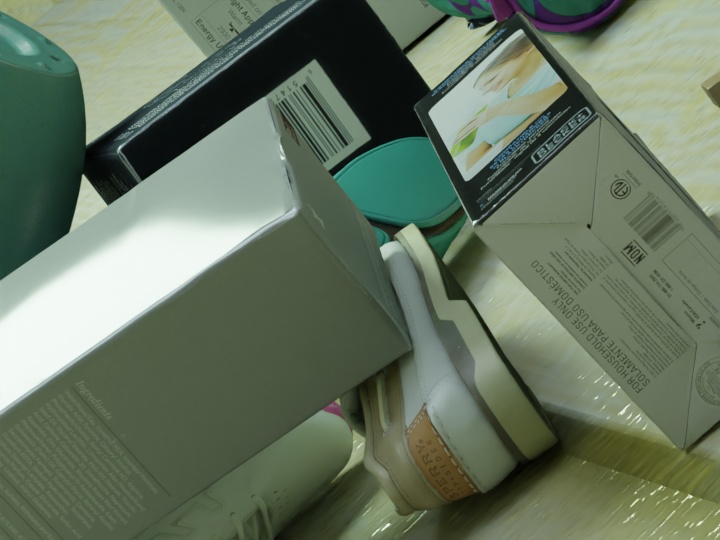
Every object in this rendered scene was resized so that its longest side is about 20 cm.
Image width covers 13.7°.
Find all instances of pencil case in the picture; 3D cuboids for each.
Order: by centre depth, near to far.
[{"bbox_3d":[0.083,-0.173,1.640,0.092,0.085,0.200,-27,12,-9],"label":"pencil case"}]

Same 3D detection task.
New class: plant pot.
[{"bbox_3d":[-0.234,-0.060,1.555,0.201,0.200,0.161,-105,40,-74],"label":"plant pot"}]

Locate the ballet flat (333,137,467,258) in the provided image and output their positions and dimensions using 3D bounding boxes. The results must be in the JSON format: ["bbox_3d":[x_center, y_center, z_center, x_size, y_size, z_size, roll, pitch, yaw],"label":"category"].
[{"bbox_3d":[0.000,0.000,1.369,0.200,0.067,0.070,-49,-25,-62],"label":"ballet flat"}]

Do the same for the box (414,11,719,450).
[{"bbox_3d":[0.088,-0.020,1.111,0.060,0.117,0.200,-42,15,7],"label":"box"}]

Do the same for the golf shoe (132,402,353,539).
[{"bbox_3d":[-0.077,0.126,1.237,0.200,0.075,0.092,-33,49,-13],"label":"golf shoe"}]

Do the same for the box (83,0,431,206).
[{"bbox_3d":[-0.052,-0.063,1.565,0.148,0.107,0.200,-38,8,-8],"label":"box"}]

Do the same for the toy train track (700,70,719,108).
[{"bbox_3d":[0.230,-0.118,1.205,0.200,0.033,0.115,-35,7,5],"label":"toy train track"}]

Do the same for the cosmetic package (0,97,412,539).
[{"bbox_3d":[-0.087,0.033,1.174,0.200,0.090,0.107,-31,28,10],"label":"cosmetic package"}]

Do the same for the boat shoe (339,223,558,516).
[{"bbox_3d":[0.021,0.038,1.196,0.068,0.075,0.200,-35,15,3],"label":"boat shoe"}]

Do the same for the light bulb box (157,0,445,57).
[{"bbox_3d":[-0.036,-0.224,1.875,0.200,0.198,0.125,-38,16,8],"label":"light bulb box"}]
